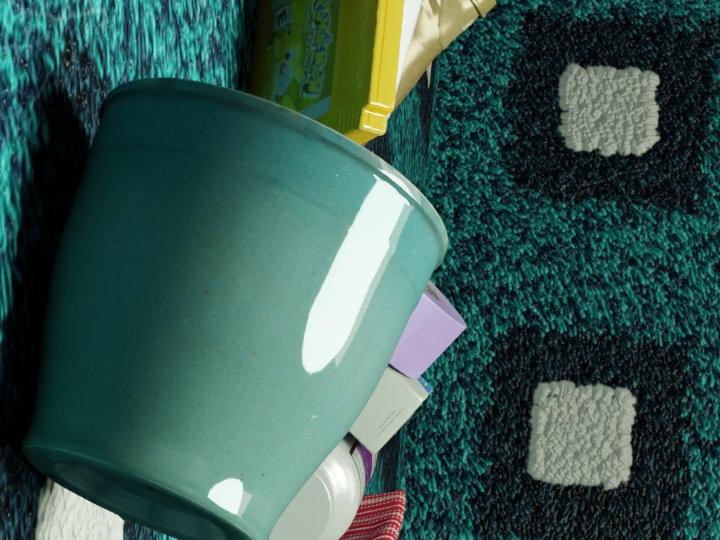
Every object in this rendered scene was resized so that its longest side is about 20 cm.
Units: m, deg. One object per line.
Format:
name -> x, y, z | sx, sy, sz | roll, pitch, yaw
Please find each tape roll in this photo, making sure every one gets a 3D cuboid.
tape roll -> 0.000, 0.000, 1.516 | 0.066, 0.200, 0.200 | -46, 176, 5

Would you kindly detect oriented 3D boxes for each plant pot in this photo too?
plant pot -> -0.079, 0.035, 0.907 | 0.200, 0.198, 0.190 | 78, 32, -68

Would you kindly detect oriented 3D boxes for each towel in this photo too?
towel -> -0.036, 0.240, 1.571 | 0.200, 0.143, 0.023 | -61, 141, -77

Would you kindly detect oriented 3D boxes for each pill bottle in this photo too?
pill bottle -> -0.049, 0.177, 1.535 | 0.200, 0.111, 0.114 | -51, 144, -78

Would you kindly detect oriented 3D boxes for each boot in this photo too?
boot -> -0.006, -0.219, 1.510 | 0.200, 0.175, 0.066 | -43, 180, 2

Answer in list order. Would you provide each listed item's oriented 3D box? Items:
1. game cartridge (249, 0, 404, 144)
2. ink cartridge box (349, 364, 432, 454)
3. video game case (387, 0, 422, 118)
game cartridge -> -0.030, -0.172, 1.379 | 0.199, 0.032, 0.179 | -20, -119, 58
ink cartridge box -> -0.033, 0.061, 1.531 | 0.067, 0.200, 0.116 | -47, 176, 5
video game case -> 0.001, -0.229, 1.403 | 0.182, 0.023, 0.202 | 23, -82, 61
